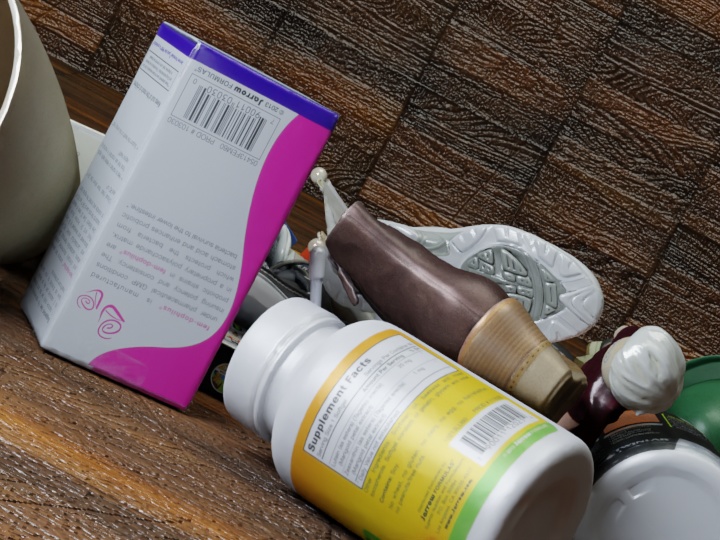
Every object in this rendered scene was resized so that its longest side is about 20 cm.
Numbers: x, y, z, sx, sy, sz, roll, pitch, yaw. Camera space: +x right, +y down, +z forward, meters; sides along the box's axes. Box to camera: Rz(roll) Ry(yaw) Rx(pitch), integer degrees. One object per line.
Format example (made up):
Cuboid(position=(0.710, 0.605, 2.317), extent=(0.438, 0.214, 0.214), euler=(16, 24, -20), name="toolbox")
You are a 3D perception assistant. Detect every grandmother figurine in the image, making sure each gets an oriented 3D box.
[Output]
Cuboid(position=(0.151, 0.081, 1.325), extent=(0.060, 0.122, 0.200), euler=(25, -23, -11), name="grandmother figurine")

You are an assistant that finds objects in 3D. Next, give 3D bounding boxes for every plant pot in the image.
Cuboid(position=(-0.248, -0.080, 1.213), extent=(0.187, 0.188, 0.200), euler=(30, -7, 23), name="plant pot")

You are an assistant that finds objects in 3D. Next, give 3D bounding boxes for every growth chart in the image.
Cuboid(position=(0.000, 0.000, 1.559), extent=(0.145, 0.018, 0.200), euler=(59, 10, -20), name="growth chart")

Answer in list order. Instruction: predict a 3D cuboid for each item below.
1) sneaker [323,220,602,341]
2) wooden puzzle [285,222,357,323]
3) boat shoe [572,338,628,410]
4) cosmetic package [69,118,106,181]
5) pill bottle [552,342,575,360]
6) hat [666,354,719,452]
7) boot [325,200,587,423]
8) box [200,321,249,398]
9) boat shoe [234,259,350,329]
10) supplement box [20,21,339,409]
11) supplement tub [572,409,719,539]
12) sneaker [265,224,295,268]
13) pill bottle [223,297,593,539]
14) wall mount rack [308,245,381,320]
Cuboid(position=(0.080, 0.001, 1.406), extent=(0.199, 0.078, 0.099), euler=(13, 7, 23), name="sneaker")
Cuboid(position=(-0.046, 0.006, 1.684), extent=(0.200, 0.046, 0.185), euler=(30, -17, 37), name="wooden puzzle")
Cuboid(position=(0.205, 0.086, 1.537), extent=(0.065, 0.074, 0.200), euler=(-13, 1, 12), name="boat shoe")
Cuboid(position=(-0.206, -0.058, 1.448), extent=(0.103, 0.073, 0.200), euler=(25, -5, -23), name="cosmetic package")
Cuboid(position=(0.113, 0.103, 1.537), extent=(0.116, 0.117, 0.200), euler=(29, 6, 11), name="pill bottle")
Cuboid(position=(0.235, 0.133, 1.498), extent=(0.176, 0.200, 0.166), euler=(12, 46, -53), name="hat")
Cuboid(position=(0.056, 0.037, 1.233), extent=(0.166, 0.072, 0.200), euler=(39, -12, 13), name="boot")
Cuboid(position=(-0.110, 0.047, 1.348), extent=(0.199, 0.035, 0.110), euler=(27, 5, -9), name="box")
Cuboid(position=(-0.047, 0.026, 1.442), extent=(0.070, 0.066, 0.200), euler=(16, -16, 27), name="boat shoe")
Cuboid(position=(-0.112, -0.034, 1.219), extent=(0.101, 0.201, 0.103), euler=(27, 4, -22), name="supplement box")
Cuboid(position=(0.194, 0.161, 1.361), extent=(0.122, 0.123, 0.200), euler=(28, 6, 1), name="supplement tub")
Cuboid(position=(-0.075, 0.009, 1.537), extent=(0.078, 0.100, 0.200), euler=(29, 5, 7), name="sneaker")
Cuboid(position=(0.021, 0.097, 1.134), extent=(0.200, 0.111, 0.111), euler=(31, 6, 29), name="pill bottle")
Cuboid(position=(0.017, 0.076, 1.293), extent=(0.174, 0.075, 0.200), euler=(54, 15, 15), name="wall mount rack")
